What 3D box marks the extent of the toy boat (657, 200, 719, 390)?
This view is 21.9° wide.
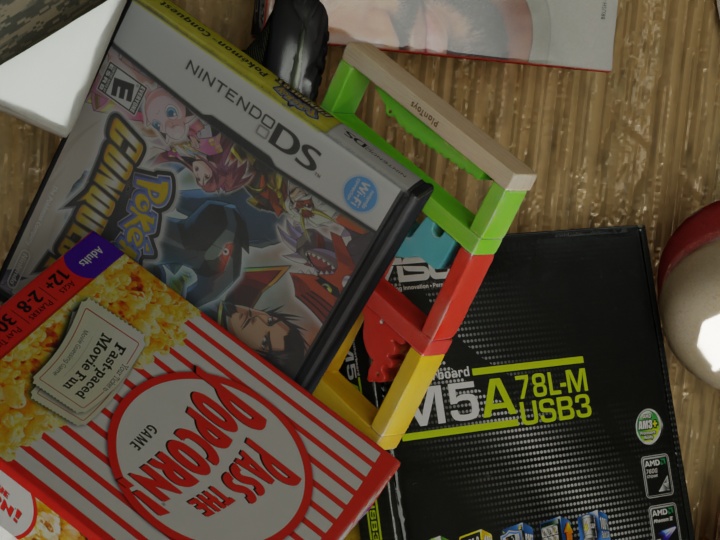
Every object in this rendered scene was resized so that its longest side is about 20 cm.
[{"bbox_3d":[0.263,0.004,1.089,0.200,0.130,0.131,22,50,-32],"label":"toy boat"}]

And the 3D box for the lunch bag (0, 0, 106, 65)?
[{"bbox_3d":[-0.177,-0.182,0.784,0.200,0.139,0.168,-34,85,-8],"label":"lunch bag"}]

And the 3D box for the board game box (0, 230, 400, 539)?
[{"bbox_3d":[-0.101,0.088,0.901,0.200,0.152,0.046,36,133,6],"label":"board game box"}]

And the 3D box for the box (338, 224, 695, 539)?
[{"bbox_3d":[0.085,0.076,1.039,0.200,0.048,0.193,-4,85,-30],"label":"box"}]

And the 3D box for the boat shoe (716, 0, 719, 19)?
[{"bbox_3d":[0.281,-0.106,1.100,0.072,0.060,0.200,-34,103,-6],"label":"boat shoe"}]

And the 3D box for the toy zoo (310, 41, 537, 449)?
[{"bbox_3d":[0.000,0.000,0.966,0.020,0.131,0.200,-2,125,-48],"label":"toy zoo"}]

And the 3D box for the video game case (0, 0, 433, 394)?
[{"bbox_3d":[-0.083,-0.014,0.964,0.181,0.026,0.200,36,118,10],"label":"video game case"}]

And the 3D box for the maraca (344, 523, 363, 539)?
[{"bbox_3d":[0.002,0.178,1.058,0.200,0.107,0.137,-53,141,-15],"label":"maraca"}]

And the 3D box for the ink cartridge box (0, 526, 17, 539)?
[{"bbox_3d":[-0.223,0.152,0.986,0.084,0.145,0.200,9,95,-13],"label":"ink cartridge box"}]

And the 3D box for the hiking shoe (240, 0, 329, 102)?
[{"bbox_3d":[-0.089,-0.071,0.994,0.101,0.076,0.200,26,117,-8],"label":"hiking shoe"}]

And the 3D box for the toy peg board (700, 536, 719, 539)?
[{"bbox_3d":[0.272,0.220,1.140,0.199,0.098,0.200,-40,104,12],"label":"toy peg board"}]

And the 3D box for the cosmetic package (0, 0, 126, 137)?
[{"bbox_3d":[-0.186,-0.192,0.935,0.165,0.165,0.200,24,92,-13],"label":"cosmetic package"}]

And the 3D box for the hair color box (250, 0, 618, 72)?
[{"bbox_3d":[0.044,-0.175,1.039,0.200,0.064,0.111,4,98,-11],"label":"hair color box"}]
